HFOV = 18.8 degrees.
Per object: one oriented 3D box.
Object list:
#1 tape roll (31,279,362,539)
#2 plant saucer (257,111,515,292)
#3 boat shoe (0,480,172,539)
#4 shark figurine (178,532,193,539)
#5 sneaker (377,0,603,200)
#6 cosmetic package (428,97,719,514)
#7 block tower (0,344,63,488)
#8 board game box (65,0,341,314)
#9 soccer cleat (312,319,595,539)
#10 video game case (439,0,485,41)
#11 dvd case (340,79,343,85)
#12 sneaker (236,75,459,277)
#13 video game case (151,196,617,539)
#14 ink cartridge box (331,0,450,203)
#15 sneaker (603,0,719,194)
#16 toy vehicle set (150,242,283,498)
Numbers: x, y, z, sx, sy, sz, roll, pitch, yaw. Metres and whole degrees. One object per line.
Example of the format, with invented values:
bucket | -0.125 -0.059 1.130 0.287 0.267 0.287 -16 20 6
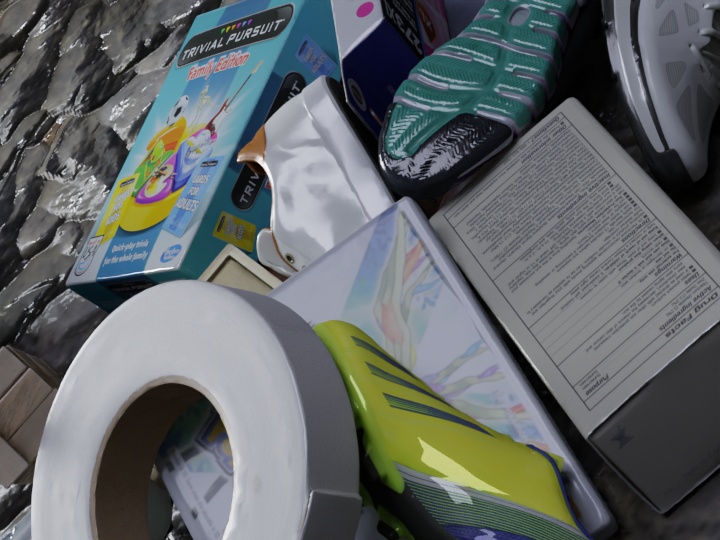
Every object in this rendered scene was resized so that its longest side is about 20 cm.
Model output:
tape roll | -0.081 0.105 1.023 0.202 0.037 0.205 -13 70 42
plant saucer | 0.000 -0.026 1.236 0.199 0.032 0.201 -27 40 25
boat shoe | -0.179 0.179 1.195 0.201 0.070 0.072 -47 16 1
shark figurine | -0.130 0.216 1.087 0.127 0.090 0.216 -22 41 30
sneaker | 0.082 -0.095 1.165 0.074 0.088 0.200 22 60 28
cosmetic package | 0.122 0.011 1.048 0.103 0.073 0.200 -40 37 6
block tower | -0.185 0.082 1.208 0.058 0.054 0.200 -48 -1 -3
board game box | -0.088 -0.072 1.308 0.151 0.047 0.201 -8 54 57
soccer cleat | 0.046 0.093 1.001 0.083 0.065 0.200 -27 57 -22
video game case | 0.051 -0.200 1.323 0.143 0.019 0.200 -50 39 -6
dvd case | 0.024 -0.187 1.371 0.200 0.022 0.146 -38 38 11
sneaker | 0.000 0.000 1.140 0.084 0.073 0.201 -35 64 13
video game case | -0.001 0.092 1.054 0.182 0.022 0.201 -35 64 7
ink cartridge box | 0.017 -0.139 1.213 0.037 0.095 0.201 -24 45 20
sneaker | 0.189 -0.140 1.125 0.114 0.076 0.202 -13 58 20
toy vehicle set | -0.039 0.086 1.118 0.200 0.027 0.124 37 82 34
